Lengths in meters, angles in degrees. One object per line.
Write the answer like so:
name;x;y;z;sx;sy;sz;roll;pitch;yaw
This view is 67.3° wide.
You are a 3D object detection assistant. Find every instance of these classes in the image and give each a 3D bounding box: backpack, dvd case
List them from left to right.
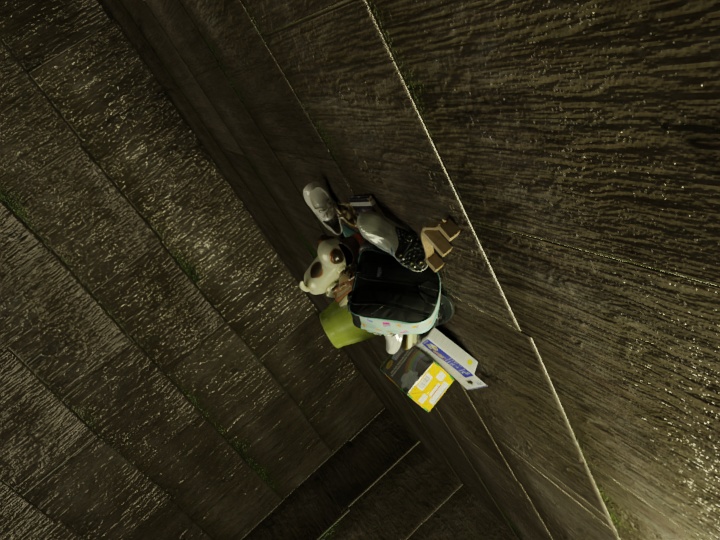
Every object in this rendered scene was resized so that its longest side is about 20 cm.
dvd case;0.052;-0.097;1.325;0.201;0.016;0.148;54;168;-16
backpack;0.085;0.060;1.226;0.197;0.178;0.154;4;151;16

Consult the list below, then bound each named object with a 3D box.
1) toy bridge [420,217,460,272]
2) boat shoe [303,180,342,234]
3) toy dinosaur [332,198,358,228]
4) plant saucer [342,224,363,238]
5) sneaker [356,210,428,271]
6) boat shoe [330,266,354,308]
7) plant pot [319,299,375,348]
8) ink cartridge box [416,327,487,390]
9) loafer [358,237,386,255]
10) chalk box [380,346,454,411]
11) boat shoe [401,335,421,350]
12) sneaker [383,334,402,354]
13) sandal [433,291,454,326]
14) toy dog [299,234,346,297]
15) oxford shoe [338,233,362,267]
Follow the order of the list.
toy bridge;0.148;-0.059;1.055;0.067;0.027;0.200;50;167;14
boat shoe;-0.093;-0.171;1.511;0.070;0.071;0.200;52;180;36
toy dinosaur;-0.015;-0.134;1.415;0.101;0.058;0.200;43;-174;-45
plant saucer;0.005;-0.074;1.560;0.200;0.019;0.070;37;161;52
sneaker;0.077;-0.066;1.207;0.199;0.072;0.072;39;-176;24
boat shoe;-0.026;0.028;1.433;0.074;0.076;0.200;44;137;4
plant pot;-0.024;0.152;1.765;0.202;0.191;0.200;59;-174;-9
ink cartridge box;0.251;0.243;1.484;0.199;0.047;0.198;37;166;6
loafer;0.062;-0.029;1.331;0.072;0.072;0.200;-7;146;22
chalk box;0.153;0.297;1.606;0.124;0.125;0.200;43;176;-35
boat shoe;0.140;0.119;1.451;0.072;0.065;0.204;38;135;46
sneaker;0.073;0.127;1.407;0.071;0.079;0.203;-105;16;-62
sandal;0.164;0.116;1.318;0.075;0.048;0.201;45;145;5
toy dog;-0.108;-0.026;1.755;0.140;0.192;0.201;58;140;35
oxford shoe;0.000;0.000;1.490;0.071;0.072;0.202;-39;76;51
